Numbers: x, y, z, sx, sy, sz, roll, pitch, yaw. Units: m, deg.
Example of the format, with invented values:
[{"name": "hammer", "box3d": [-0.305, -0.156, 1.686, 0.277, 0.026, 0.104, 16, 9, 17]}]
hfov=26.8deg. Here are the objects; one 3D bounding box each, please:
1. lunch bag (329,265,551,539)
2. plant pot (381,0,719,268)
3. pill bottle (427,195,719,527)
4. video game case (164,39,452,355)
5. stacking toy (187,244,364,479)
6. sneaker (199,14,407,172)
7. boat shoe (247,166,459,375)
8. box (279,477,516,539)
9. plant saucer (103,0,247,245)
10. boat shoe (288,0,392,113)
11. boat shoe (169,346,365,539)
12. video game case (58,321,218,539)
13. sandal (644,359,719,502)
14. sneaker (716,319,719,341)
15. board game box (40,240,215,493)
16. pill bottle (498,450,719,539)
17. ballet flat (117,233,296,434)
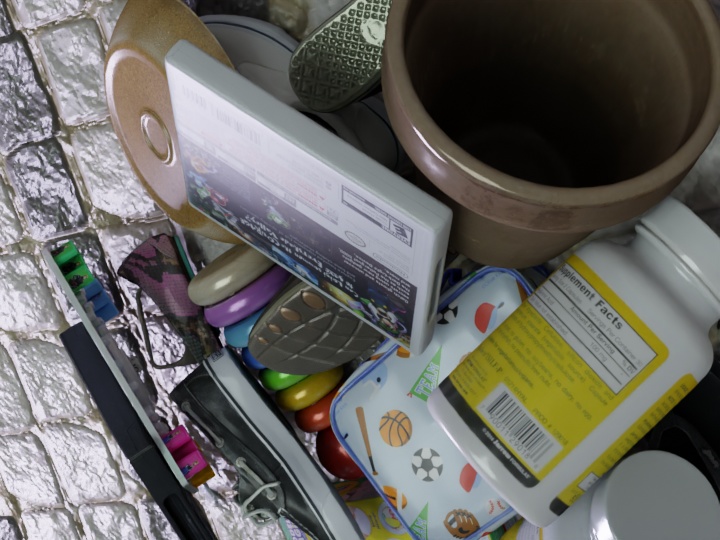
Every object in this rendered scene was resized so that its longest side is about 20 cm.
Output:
[{"name": "lunch bag", "box3d": [0.083, 0.088, 1.055, 0.200, 0.075, 0.161, -41, 79, 22]}, {"name": "plant pot", "box3d": [0.103, -0.086, 0.916, 0.200, 0.200, 0.175, 37, 155, 13]}, {"name": "pill bottle", "box3d": [0.146, 0.052, 0.934, 0.200, 0.111, 0.111, -44, 84, 4]}, {"name": "video game case", "box3d": [-0.033, -0.041, 0.954, 0.199, 0.023, 0.182, 33, 157, 14]}, {"name": "stacking toy", "box3d": [-0.047, 0.072, 1.161, 0.085, 0.085, 0.201, -24, 104, 38]}, {"name": "sneaker", "box3d": [-0.060, -0.122, 1.075, 0.199, 0.071, 0.074, 28, 124, 19]}, {"name": "boat shoe", "box3d": [0.000, 0.000, 1.080, 0.199, 0.074, 0.074, -38, 116, 21]}, {"name": "box", "box3d": [0.033, 0.220, 1.189, 0.199, 0.048, 0.118, -14, 103, 34]}, {"name": "plant saucer", "box3d": [-0.136, -0.104, 1.107, 0.200, 0.035, 0.202, 41, 146, 35]}, {"name": "boat shoe", "box3d": [0.040, -0.172, 0.997, 0.199, 0.062, 0.075, -32, 90, 23]}, {"name": "boat shoe", "box3d": [-0.068, 0.156, 1.136, 0.068, 0.074, 0.200, -38, 91, -3]}, {"name": "video game case", "box3d": [-0.162, 0.154, 1.192, 0.200, 0.025, 0.182, 45, 164, 54]}, {"name": "sandal", "box3d": [0.229, 0.144, 1.027, 0.075, 0.043, 0.202, -4, 109, 34]}, {"name": "sneaker", "box3d": [0.296, 0.107, 0.948, 0.199, 0.070, 0.094, 35, 120, 12]}, {"name": "board game box", "box3d": [-0.176, 0.080, 1.181, 0.201, 0.026, 0.200, 58, 172, 7]}, {"name": "pill bottle", "box3d": [0.162, 0.193, 1.012, 0.112, 0.112, 0.200, 44, 150, 8]}, {"name": "ballet flat", "box3d": [-0.129, 0.068, 1.204, 0.071, 0.069, 0.201, -31, 91, -5]}]
